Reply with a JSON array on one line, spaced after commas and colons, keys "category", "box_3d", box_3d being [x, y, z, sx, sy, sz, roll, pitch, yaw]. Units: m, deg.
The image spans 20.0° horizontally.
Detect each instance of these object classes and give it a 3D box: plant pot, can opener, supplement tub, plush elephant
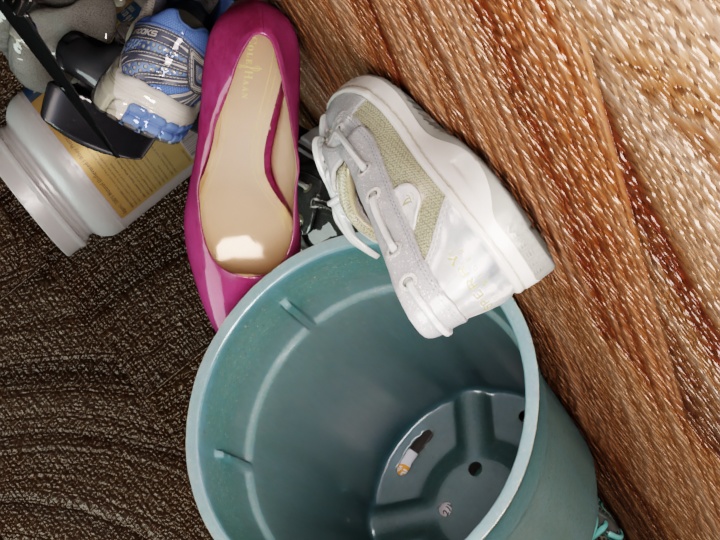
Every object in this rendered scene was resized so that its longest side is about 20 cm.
[{"category": "plant pot", "box_3d": [0.034, 0.107, 1.132, 0.200, 0.200, 0.196, 49, -177, 31]}, {"category": "can opener", "box_3d": [-0.110, -0.106, 1.336, 0.199, 0.079, 0.064, 16, -156, -26]}, {"category": "supplement tub", "box_3d": [-0.206, -0.122, 1.722, 0.145, 0.200, 0.145, 51, 176, 5]}, {"category": "plush elephant", "box_3d": [-0.201, -0.207, 1.401, 0.154, 0.166, 0.199, 1, 179, 38]}]

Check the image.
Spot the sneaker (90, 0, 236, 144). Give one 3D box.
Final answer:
[{"category": "sneaker", "box_3d": [-0.099, -0.144, 1.231, 0.077, 0.086, 0.200, 28, -158, -8]}]

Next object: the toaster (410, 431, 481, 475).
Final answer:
[{"category": "toaster", "box_3d": [0.031, 0.126, 1.469, 0.199, 0.119, 0.181, 22, 156, 34]}]

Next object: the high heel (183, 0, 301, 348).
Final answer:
[{"category": "high heel", "box_3d": [-0.062, -0.043, 1.090, 0.096, 0.067, 0.202, -112, 19, -75]}]

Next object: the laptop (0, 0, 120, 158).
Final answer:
[{"category": "laptop", "box_3d": [-0.173, -0.202, 1.124, 0.115, 0.201, 0.187, 8, -148, -46]}]

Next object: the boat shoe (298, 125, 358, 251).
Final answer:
[{"category": "boat shoe", "box_3d": [-0.013, -0.030, 1.207, 0.072, 0.071, 0.200, 53, 176, -19]}]

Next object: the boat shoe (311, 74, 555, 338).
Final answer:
[{"category": "boat shoe", "box_3d": [0.016, -0.028, 0.880, 0.075, 0.065, 0.202, 53, 176, -29]}]

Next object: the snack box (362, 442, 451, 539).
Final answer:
[{"category": "snack box", "box_3d": [0.001, 0.160, 1.328, 0.199, 0.068, 0.169, 33, 158, 13]}]

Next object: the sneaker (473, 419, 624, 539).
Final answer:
[{"category": "sneaker", "box_3d": [0.136, 0.163, 1.357, 0.091, 0.078, 0.200, 38, 177, 30]}]
